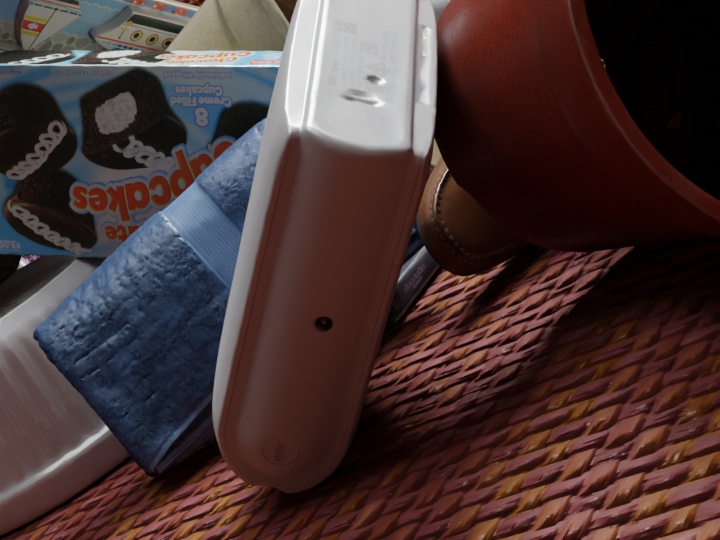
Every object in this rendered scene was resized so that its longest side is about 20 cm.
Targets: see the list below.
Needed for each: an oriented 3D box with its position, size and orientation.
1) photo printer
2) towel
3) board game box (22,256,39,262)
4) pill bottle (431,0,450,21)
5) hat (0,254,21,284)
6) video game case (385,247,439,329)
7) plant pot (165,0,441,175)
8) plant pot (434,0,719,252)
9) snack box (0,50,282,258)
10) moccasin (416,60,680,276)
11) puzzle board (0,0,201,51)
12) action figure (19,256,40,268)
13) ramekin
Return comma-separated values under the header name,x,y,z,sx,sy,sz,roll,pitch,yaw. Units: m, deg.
name,x,y,z,sx,sy,sz,roll,pitch,yaw
photo printer,-0.019,-0.013,0.820,0.167,0.069,0.201,-85,9,-55
towel,-0.070,0.008,0.956,0.200,0.112,0.049,-42,-10,-1
board game box,-0.242,-0.015,1.466,0.032,0.120,0.200,-18,20,46
pill bottle,0.054,-0.198,1.258,0.110,0.201,0.111,-9,-20,-3
hat,-0.265,-0.023,1.131,0.200,0.081,0.201,-13,-21,-5
video game case,0.000,0.000,1.077,0.142,0.019,0.200,-23,15,34
plant pot,-0.065,-0.084,1.135,0.183,0.201,0.201,-40,10,21
plant pot,0.131,-0.095,0.772,0.201,0.201,0.195,-37,6,-21
snack box,-0.118,-0.065,1.038,0.199,0.117,0.037,2,21,17
moccasin,0.110,-0.062,0.949,0.201,0.074,0.078,-28,1,-30
puzzle board,-0.186,-0.117,1.149,0.200,0.017,0.151,6,-47,-50
action figure,-0.229,0.011,1.325,0.104,0.201,0.194,23,53,24
ramekin,-0.201,0.067,1.104,0.200,0.105,0.200,-30,13,8
